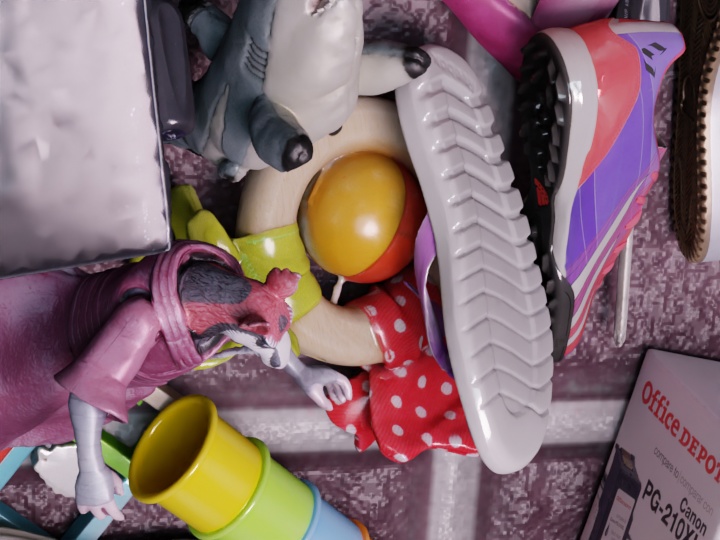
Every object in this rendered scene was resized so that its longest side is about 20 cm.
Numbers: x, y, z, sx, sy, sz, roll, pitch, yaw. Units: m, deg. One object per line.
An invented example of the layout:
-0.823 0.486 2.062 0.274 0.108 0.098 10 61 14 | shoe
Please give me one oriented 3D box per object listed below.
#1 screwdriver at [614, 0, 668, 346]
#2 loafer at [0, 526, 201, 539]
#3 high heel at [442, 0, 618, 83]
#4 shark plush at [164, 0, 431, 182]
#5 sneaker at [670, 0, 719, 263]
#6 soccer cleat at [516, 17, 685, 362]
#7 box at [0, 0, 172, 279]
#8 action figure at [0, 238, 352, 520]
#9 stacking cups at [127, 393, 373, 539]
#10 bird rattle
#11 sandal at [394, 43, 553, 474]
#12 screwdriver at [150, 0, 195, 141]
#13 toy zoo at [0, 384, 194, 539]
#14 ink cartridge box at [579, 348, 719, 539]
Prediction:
0.141 -0.057 1.036 0.029 0.028 0.202 3 108 19 | screwdriver
-0.118 0.174 1.021 0.198 0.063 0.072 11 110 -30 | loafer
0.027 -0.150 0.981 0.198 0.068 0.096 20 143 -10 | high heel
-0.049 -0.092 0.911 0.091 0.200 0.084 -37 100 -22 | shark plush
0.217 -0.102 1.026 0.107 0.070 0.202 -3 116 -8 | sneaker
0.113 -0.035 0.999 0.072 0.068 0.201 -13 134 -15 | soccer cleat
-0.193 -0.076 0.860 0.198 0.199 0.124 -9 113 -12 | box
-0.097 0.019 0.876 0.134 0.199 0.150 -24 93 -49 | action figure
-0.029 0.142 1.042 0.061 0.061 0.200 -45 120 4 | stacking cups
0.000 0.000 0.994 0.199 0.112 0.164 22 85 -23 | bird rattle
0.047 -0.003 0.969 0.082 0.049 0.205 7 70 -53 | sandal
-0.100 -0.153 0.900 0.028 0.029 0.202 -16 80 22 | screwdriver
-0.193 0.110 1.020 0.131 0.020 0.200 38 96 -23 | toy zoo
0.175 0.160 1.064 0.084 0.145 0.202 13 105 -18 | ink cartridge box
